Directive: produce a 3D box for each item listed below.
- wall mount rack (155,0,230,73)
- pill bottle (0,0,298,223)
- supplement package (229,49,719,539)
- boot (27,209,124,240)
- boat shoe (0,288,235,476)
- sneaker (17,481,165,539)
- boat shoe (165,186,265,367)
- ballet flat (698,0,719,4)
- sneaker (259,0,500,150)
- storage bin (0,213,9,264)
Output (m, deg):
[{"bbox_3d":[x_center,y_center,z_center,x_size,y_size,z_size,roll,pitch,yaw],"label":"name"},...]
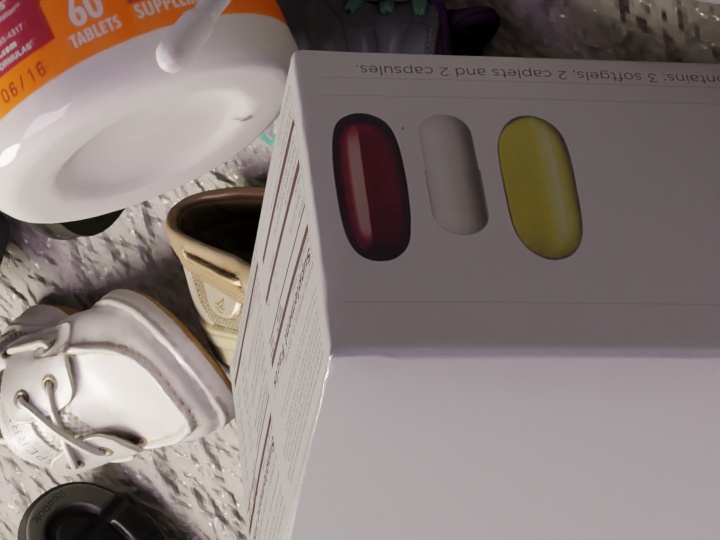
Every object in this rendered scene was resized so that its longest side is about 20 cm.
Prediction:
[{"bbox_3d":[-0.021,-0.160,0.716,0.200,0.074,0.174,120,143,-52],"label":"wall mount rack"},{"bbox_3d":[-0.106,-0.125,0.818,0.200,0.109,0.110,64,147,15],"label":"pill bottle"},{"bbox_3d":[0.072,0.028,0.757,0.200,0.111,0.156,0,142,-11],"label":"supplement package"},{"bbox_3d":[-0.180,-0.104,0.982,0.158,0.079,0.211,-9,108,41],"label":"boot"},{"bbox_3d":[-0.115,0.055,1.054,0.071,0.069,0.200,56,156,-12],"label":"boat shoe"},{"bbox_3d":[-0.080,0.180,1.190,0.200,0.075,0.079,48,158,7],"label":"sneaker"},{"bbox_3d":[0.000,0.000,0.918,0.200,0.071,0.065,-2,125,47],"label":"boat shoe"},{"bbox_3d":[0.088,-0.106,0.734,0.200,0.063,0.069,23,137,27],"label":"ballet flat"},{"bbox_3d":[-0.002,-0.075,0.871,0.200,0.088,0.074,49,-173,23],"label":"sneaker"},{"bbox_3d":[-0.253,-0.022,1.098,0.200,0.146,0.134,9,168,38],"label":"storage bin"}]
